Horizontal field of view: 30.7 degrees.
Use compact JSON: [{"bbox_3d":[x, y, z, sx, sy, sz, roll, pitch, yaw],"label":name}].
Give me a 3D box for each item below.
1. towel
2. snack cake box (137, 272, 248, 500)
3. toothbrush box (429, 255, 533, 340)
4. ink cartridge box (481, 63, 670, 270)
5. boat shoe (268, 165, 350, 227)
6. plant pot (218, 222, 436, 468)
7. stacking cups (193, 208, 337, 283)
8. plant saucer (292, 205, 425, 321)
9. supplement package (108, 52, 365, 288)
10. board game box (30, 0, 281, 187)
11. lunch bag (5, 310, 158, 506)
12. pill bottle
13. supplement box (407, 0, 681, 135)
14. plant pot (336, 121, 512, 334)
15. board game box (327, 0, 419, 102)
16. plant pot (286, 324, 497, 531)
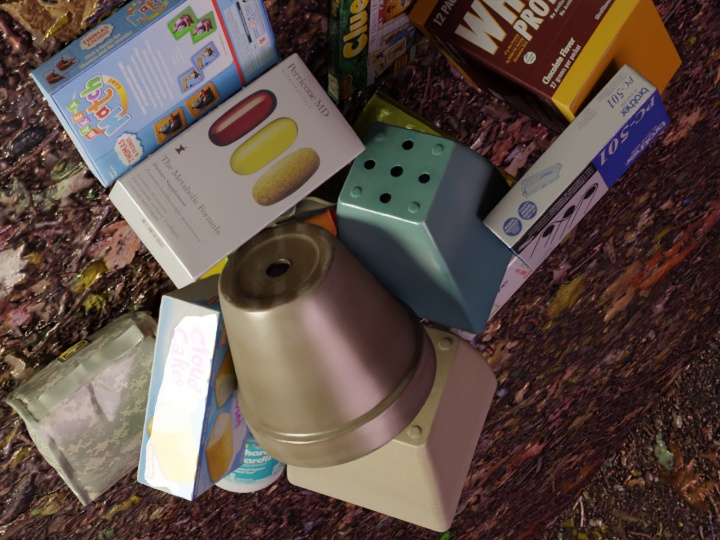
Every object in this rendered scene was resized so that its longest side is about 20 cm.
[{"bbox_3d":[0.079,-0.107,1.420,0.086,0.200,0.018,-55,-176,23],"label":"towel"},{"bbox_3d":[-0.157,0.114,1.320,0.115,0.067,0.200,-25,128,-64],"label":"snack cake box"},{"bbox_3d":[0.094,-0.040,1.517,0.146,0.200,0.086,-50,156,12],"label":"toothbrush box"},{"bbox_3d":[0.209,-0.096,1.257,0.200,0.044,0.094,-48,155,4],"label":"ink cartridge box"},{"bbox_3d":[-0.081,-0.087,1.358,0.068,0.075,0.200,-25,174,32],"label":"boat shoe"},{"bbox_3d":[-0.046,0.054,1.239,0.200,0.200,0.174,-36,130,-14],"label":"plant pot"},{"bbox_3d":[-0.081,-0.026,1.388,0.200,0.061,0.061,-24,154,1],"label":"stacking cups"},{"bbox_3d":[0.000,0.000,1.412,0.201,0.201,0.039,-39,153,-7],"label":"plant saucer"},{"bbox_3d":[-0.114,-0.090,1.197,0.200,0.114,0.110,-39,-174,-15],"label":"supplement package"},{"bbox_3d":[-0.168,-0.175,1.122,0.200,0.037,0.151,-39,156,-11],"label":"board game box"},{"bbox_3d":[-0.268,0.131,1.361,0.164,0.118,0.200,-36,158,-18],"label":"lunch bag"},{"bbox_3d":[-0.122,0.152,1.461,0.111,0.111,0.200,-26,150,-31],"label":"pill bottle"},{"bbox_3d":[0.191,-0.234,1.334,0.133,0.200,0.197,-57,154,3],"label":"supplement box"},{"bbox_3d":[0.059,-0.053,1.281,0.142,0.141,0.200,-67,156,-16],"label":"plant pot"},{"bbox_3d":[0.015,-0.258,1.277,0.105,0.023,0.200,-30,152,-20],"label":"board game box"},{"bbox_3d":[0.031,0.148,1.458,0.177,0.199,0.200,78,30,-64],"label":"plant pot"}]
